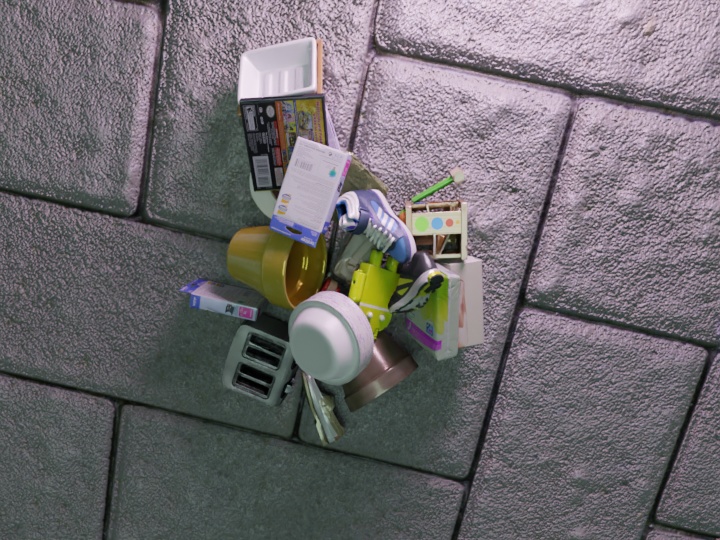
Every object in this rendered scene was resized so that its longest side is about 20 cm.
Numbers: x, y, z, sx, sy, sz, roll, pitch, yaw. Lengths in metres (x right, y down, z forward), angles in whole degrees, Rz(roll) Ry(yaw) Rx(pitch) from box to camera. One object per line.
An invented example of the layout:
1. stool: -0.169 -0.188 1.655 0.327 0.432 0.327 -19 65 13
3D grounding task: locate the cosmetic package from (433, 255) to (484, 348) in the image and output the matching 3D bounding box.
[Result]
1. cosmetic package: 0.234 0.071 1.232 0.085 0.103 0.205 -7 100 -15

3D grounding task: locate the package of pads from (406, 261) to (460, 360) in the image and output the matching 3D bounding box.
1. package of pads: 0.165 0.083 1.197 0.067 0.154 0.204 -9 111 -21

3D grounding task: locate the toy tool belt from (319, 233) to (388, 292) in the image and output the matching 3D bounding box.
1. toy tool belt: 0.000 0.000 1.230 0.122 0.125 0.202 31 83 -9

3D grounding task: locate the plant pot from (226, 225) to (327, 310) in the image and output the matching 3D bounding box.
1. plant pot: -0.203 -0.023 1.215 0.186 0.200 0.205 11 104 24

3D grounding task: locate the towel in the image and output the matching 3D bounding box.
1. towel: -0.028 -0.177 1.181 0.149 0.199 0.037 -48 55 9

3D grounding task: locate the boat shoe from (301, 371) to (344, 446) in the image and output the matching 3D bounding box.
1. boat shoe: -0.100 0.351 1.347 0.067 0.075 0.204 -19 98 -12

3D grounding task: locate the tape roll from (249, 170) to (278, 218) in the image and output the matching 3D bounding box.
1. tape roll: -0.159 -0.205 1.197 0.198 0.037 0.206 -1 120 -1

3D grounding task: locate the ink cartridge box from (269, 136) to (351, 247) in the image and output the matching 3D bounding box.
1. ink cartridge box: -0.107 -0.162 1.078 0.117 0.042 0.204 21 93 13

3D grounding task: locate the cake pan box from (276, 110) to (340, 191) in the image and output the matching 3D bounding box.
1. cake pan box: -0.146 -0.306 1.219 0.181 0.052 0.203 -19 99 10

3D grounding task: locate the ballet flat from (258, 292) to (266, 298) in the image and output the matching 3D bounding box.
1. ballet flat: -0.168 0.072 1.295 0.196 0.069 0.064 10 132 5

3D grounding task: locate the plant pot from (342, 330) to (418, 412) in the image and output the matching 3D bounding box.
1. plant pot: 0.015 0.216 1.260 0.199 0.200 0.175 -36 80 11

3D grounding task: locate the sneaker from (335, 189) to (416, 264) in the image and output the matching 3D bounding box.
1. sneaker: 0.020 -0.086 1.123 0.202 0.145 0.081 59 139 14

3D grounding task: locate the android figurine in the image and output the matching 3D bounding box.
1. android figurine: 0.036 0.058 1.186 0.041 0.181 0.204 11 84 42

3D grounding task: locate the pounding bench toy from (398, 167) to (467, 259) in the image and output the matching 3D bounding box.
1. pounding bench toy: 0.163 -0.133 1.192 0.152 0.124 0.205 -1 102 5

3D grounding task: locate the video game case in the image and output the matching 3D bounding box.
1. video game case: -0.158 -0.274 1.118 0.177 0.026 0.203 -4 122 -1

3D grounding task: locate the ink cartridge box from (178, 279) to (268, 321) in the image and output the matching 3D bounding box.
1. ink cartridge box: -0.337 0.070 1.276 0.196 0.119 0.043 14 105 1

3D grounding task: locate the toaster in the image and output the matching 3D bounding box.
1. toaster: -0.244 0.215 1.301 0.197 0.119 0.184 22 102 0

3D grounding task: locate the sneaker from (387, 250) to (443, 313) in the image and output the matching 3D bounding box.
1. sneaker: 0.115 0.029 1.127 0.073 0.200 0.086 -2 62 -29

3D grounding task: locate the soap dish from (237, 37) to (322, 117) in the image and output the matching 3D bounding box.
1. soap dish: -0.173 -0.419 1.145 0.196 0.081 0.161 -6 70 13

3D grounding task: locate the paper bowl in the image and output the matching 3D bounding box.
1. paper bowl: -0.076 0.156 1.128 0.198 0.104 0.205 13 115 30
